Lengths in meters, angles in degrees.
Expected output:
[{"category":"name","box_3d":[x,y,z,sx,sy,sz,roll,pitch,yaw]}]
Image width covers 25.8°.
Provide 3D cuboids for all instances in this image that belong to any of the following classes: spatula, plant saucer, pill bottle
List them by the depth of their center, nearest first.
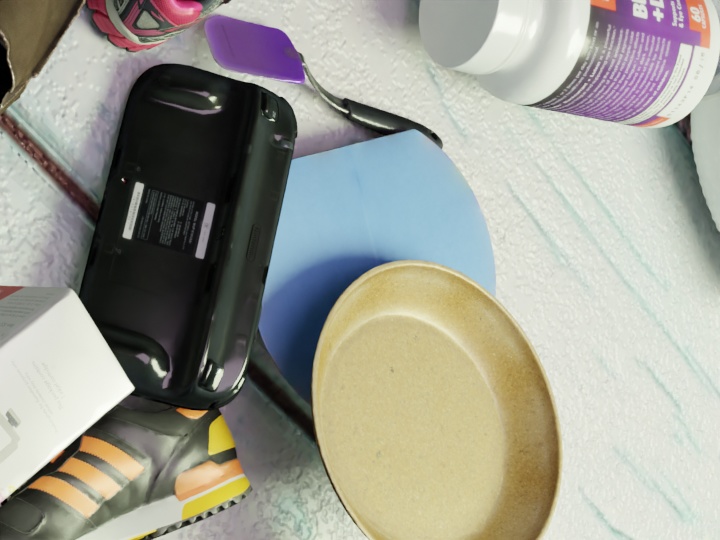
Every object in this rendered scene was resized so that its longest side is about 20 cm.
[{"category":"plant saucer","box_3d":[0.041,0.095,0.962,0.199,0.035,0.202,17,62,-35]},{"category":"spatula","box_3d":[-0.017,-0.114,0.999,0.199,0.021,0.057,24,32,-41]},{"category":"pill bottle","box_3d":[0.140,-0.164,1.068,0.199,0.111,0.113,5,87,-37]}]

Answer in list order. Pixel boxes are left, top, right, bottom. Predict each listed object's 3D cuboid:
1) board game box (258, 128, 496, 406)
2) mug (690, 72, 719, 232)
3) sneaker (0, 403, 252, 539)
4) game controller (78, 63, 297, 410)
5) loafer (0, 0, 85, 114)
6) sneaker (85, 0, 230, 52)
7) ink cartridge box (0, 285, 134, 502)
[{"category":"board game box","box_3d":[0.000,0.000,1.009,0.199,0.039,0.159,-18,95,-38]},{"category":"mug","box_3d":[0.351,-0.090,1.198,0.199,0.148,0.176,-33,101,-14]},{"category":"sneaker","box_3d":[-0.160,0.117,0.878,0.199,0.070,0.091,-14,80,-34]},{"category":"game controller","box_3d":[-0.100,-0.023,0.911,0.103,0.042,0.202,13,72,-5]},{"category":"loafer","box_3d":[-0.195,-0.121,0.840,0.073,0.071,0.201,40,67,-30]},{"category":"sneaker","box_3d":[-0.075,-0.207,0.929,0.081,0.074,0.201,45,64,-28]},{"category":"ink cartridge box","box_3d":[-0.226,0.091,0.788,0.200,0.116,0.068,-40,113,-29]}]
